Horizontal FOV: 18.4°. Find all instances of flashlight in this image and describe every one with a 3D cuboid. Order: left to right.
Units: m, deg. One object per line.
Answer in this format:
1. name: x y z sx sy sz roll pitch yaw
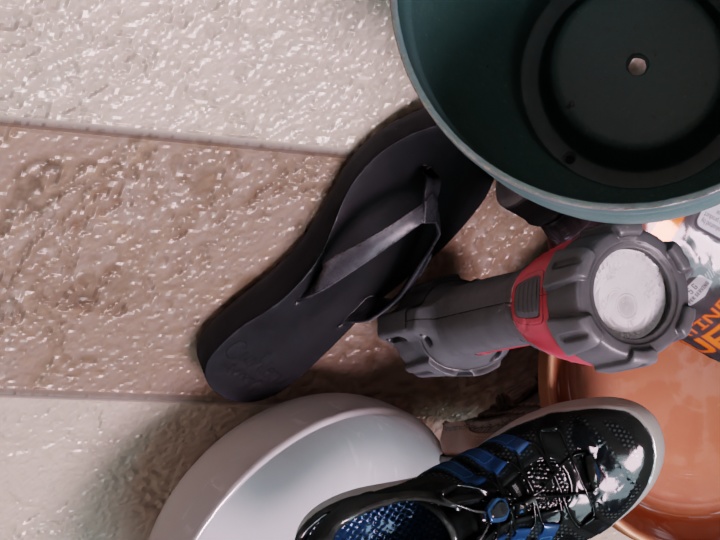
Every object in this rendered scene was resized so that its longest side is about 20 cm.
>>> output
1. flashlight: 0.083 0.021 1.068 0.068 0.200 0.068 -41 99 -22

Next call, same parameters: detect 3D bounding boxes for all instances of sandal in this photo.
1. sandal: 0.000 0.001 1.113 0.076 0.043 0.200 23 118 -39

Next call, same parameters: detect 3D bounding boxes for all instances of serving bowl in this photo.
1. serving bowl: -0.044 0.148 1.196 0.199 0.066 0.201 -24 131 -31

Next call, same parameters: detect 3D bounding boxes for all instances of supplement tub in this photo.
1. supplement tub: 0.167 -0.019 1.108 0.199 0.107 0.107 27 118 -17

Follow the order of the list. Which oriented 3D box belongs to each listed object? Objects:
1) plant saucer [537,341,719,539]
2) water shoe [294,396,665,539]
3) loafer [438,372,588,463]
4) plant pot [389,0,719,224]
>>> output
1. plant saucer: 0.186 0.052 1.188 0.199 0.032 0.202 0 91 -19
2. water shoe: 0.062 0.126 1.111 0.199 0.079 0.072 -23 97 5
3. loafer: 0.128 0.071 1.228 0.199 0.072 0.063 -5 92 -29
4. plant pot: 0.120 -0.107 0.983 0.199 0.201 0.134 -28 164 2
